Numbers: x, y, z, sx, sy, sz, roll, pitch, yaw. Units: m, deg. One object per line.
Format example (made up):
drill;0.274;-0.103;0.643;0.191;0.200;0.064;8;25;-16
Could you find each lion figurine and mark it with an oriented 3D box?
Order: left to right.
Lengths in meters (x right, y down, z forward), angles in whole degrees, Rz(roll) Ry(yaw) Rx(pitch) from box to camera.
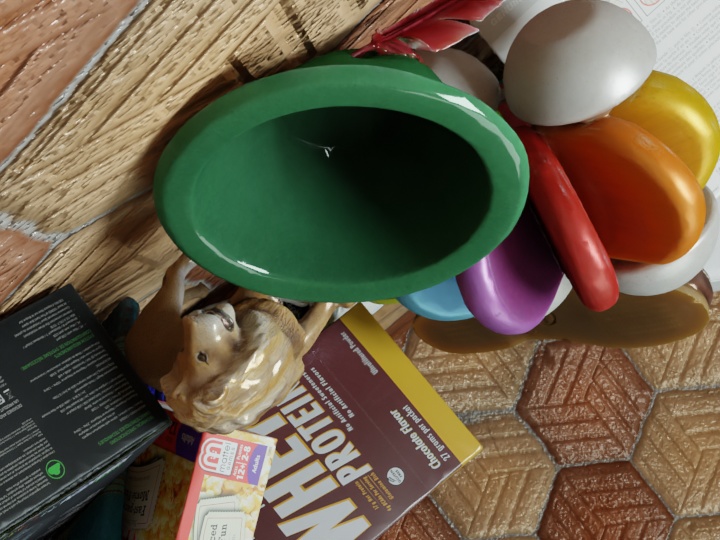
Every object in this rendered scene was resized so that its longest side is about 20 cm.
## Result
lion figurine;-0.082;0.039;0.863;0.123;0.073;0.200;-48;-165;-24

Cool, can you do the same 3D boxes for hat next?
hat;-0.003;-0.099;0.790;0.199;0.177;0.166;11;141;-22

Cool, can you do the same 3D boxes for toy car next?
toy car;0.094;-0.033;0.863;0.199;0.175;0.150;-14;-144;26

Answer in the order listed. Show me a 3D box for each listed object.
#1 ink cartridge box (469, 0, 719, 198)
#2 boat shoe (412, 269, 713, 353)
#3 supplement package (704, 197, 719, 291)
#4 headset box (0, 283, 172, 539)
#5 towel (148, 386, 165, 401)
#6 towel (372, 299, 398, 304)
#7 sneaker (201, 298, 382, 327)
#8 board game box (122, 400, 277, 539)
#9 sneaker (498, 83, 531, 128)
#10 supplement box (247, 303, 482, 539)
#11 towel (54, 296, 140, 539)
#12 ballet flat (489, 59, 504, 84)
ink cartridge box;0.174;-0.135;0.938;0.161;0.200;0.050;-42;-154;7
boat shoe;0.126;0.006;1.004;0.199;0.070;0.070;-2;-132;31
supplement package;0.206;-0.080;1.157;0.119;0.201;0.121;-9;174;2
headset box;-0.221;0.120;0.820;0.174;0.093;0.200;-32;172;-43
towel;-0.196;0.135;1.064;0.200;0.050;0.148;-43;-155;21
towel;0.000;0.000;1.066;0.086;0.018;0.200;-10;166;26
sneaker;-0.041;0.030;1.164;0.200;0.073;0.071;-30;-163;-21
board game box;-0.117;0.177;0.895;0.151;0.046;0.201;4;-100;64
sneaker;0.091;-0.076;1.037;0.200;0.087;0.074;-31;135;27
supplement box;-0.047;0.156;1.148;0.200;0.133;0.197;-38;172;-18
towel;-0.167;0.134;0.946;0.022;0.201;0.147;18;143;-25
ballet flat;0.078;-0.093;1.146;0.200;0.068;0.075;-45;-169;37
